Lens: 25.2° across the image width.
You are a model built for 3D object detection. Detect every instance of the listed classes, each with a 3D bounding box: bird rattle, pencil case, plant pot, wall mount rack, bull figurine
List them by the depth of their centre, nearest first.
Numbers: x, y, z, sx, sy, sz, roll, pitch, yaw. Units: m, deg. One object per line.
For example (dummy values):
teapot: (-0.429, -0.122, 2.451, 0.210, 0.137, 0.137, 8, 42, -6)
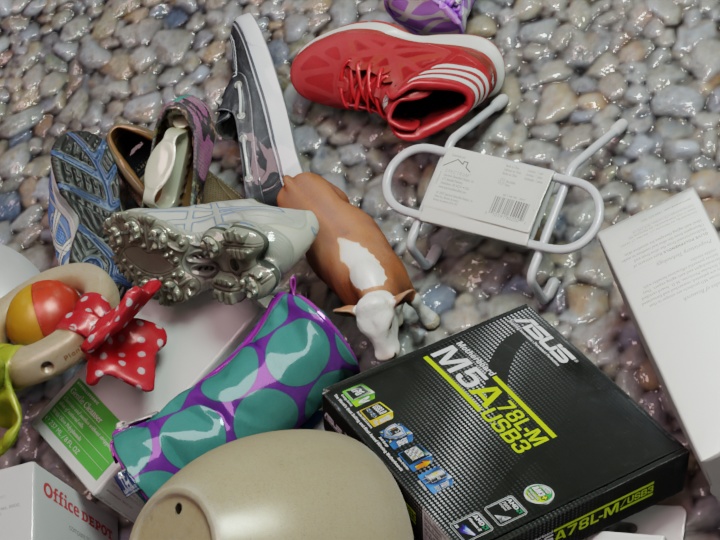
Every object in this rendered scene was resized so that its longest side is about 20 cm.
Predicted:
plant pot: (-0.080, 0.200, 1.095, 0.199, 0.134, 0.203, -15, 68, 41)
pencil case: (-0.098, 0.103, 1.223, 0.199, 0.085, 0.093, -40, 92, -5)
bird rattle: (-0.248, 0.045, 1.283, 0.199, 0.113, 0.164, -33, 34, 8)
bull figurine: (0.000, 0.000, 1.296, 0.065, 0.122, 0.201, -35, 55, 3)
wall mount rack: (0.125, -0.072, 1.312, 0.198, 0.075, 0.175, 16, 75, 30)
pencil case: (0.090, -0.300, 1.438, 0.085, 0.083, 0.202, -10, 54, 60)

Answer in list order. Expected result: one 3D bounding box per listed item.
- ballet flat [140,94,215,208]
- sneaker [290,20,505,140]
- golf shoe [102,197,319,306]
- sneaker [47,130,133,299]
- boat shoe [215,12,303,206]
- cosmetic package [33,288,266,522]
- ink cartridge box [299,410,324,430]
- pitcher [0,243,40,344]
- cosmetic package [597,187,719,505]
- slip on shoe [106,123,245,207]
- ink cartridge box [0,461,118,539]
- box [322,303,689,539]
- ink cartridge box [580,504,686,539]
ballet flat: (-0.166, -0.050, 1.378, 0.068, 0.071, 0.203, 11, 99, 21)
sneaker: (0.015, -0.161, 1.374, 0.198, 0.079, 0.116, -2, 23, 25)
golf shoe: (-0.118, -0.021, 1.289, 0.198, 0.079, 0.097, 8, 30, 39)
sneaker: (-0.238, -0.022, 1.456, 0.075, 0.077, 0.202, -5, 71, -21)
boat shoe: (-0.100, -0.143, 1.448, 0.067, 0.072, 0.202, -16, 64, 0)
cosmetic package: (-0.157, 0.096, 1.330, 0.200, 0.085, 0.107, -50, 52, -6)
ink cartridge box: (-0.040, 0.212, 1.233, 0.115, 0.067, 0.202, 5, 66, 28)
pitcher: (-0.364, 0.046, 1.454, 0.200, 0.121, 0.173, 35, 102, 45)
cosmetic package: (0.250, 0.058, 1.159, 0.084, 0.108, 0.202, -25, 57, 7)
slip on shoe: (-0.159, -0.069, 1.442, 0.076, 0.061, 0.200, -43, 55, -2)
ink cartridge box: (-0.253, 0.270, 1.251, 0.083, 0.145, 0.202, -15, 59, 14)
box: (0.100, 0.121, 1.162, 0.191, 0.048, 0.200, -22, 41, -22)
ink cartridge box: (0.157, 0.246, 1.124, 0.115, 0.068, 0.202, 1, 64, 24)
